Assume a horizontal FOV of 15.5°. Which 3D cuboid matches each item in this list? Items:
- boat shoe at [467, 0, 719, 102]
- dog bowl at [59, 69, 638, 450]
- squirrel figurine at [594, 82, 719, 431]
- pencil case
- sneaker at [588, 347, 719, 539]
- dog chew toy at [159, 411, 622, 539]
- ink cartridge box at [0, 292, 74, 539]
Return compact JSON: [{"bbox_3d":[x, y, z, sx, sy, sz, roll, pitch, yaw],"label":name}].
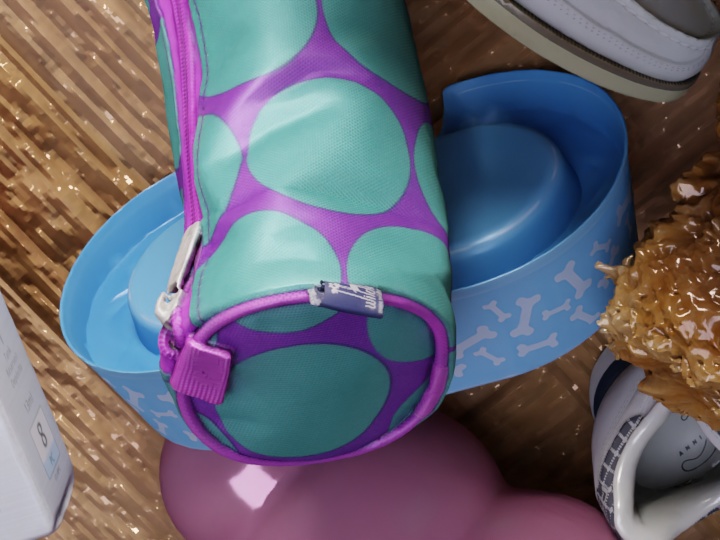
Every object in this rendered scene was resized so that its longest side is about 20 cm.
[{"bbox_3d":[0.043,-0.135,0.824,0.200,0.075,0.068,40,119,-9],"label":"boat shoe"},{"bbox_3d":[0.000,0.000,0.877,0.199,0.112,0.050,-15,127,15],"label":"dog bowl"},{"bbox_3d":[0.160,0.017,0.771,0.141,0.200,0.188,-3,101,-25],"label":"squirrel figurine"},{"bbox_3d":[-0.026,-0.046,0.808,0.092,0.201,0.085,10,141,-26],"label":"pencil case"},{"bbox_3d":[0.156,0.018,0.874,0.076,0.081,0.200,41,112,-9],"label":"sneaker"},{"bbox_3d":[0.013,0.104,0.916,0.200,0.124,0.125,40,115,8],"label":"dog chew toy"},{"bbox_3d":[-0.202,0.013,0.854,0.159,0.047,0.201,-16,112,12],"label":"ink cartridge box"}]
